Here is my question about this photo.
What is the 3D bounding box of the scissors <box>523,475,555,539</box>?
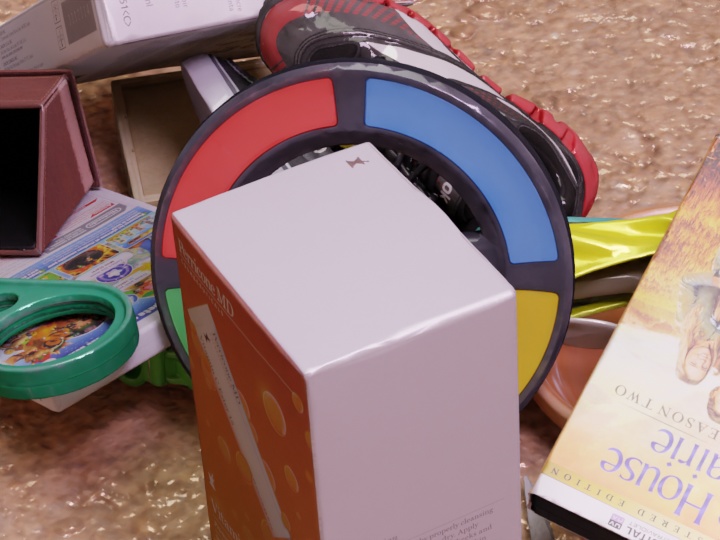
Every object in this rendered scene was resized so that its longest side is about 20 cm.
[{"bbox_3d":[0.085,0.160,1.022,0.073,0.014,0.200,-17,42,-14],"label":"scissors"}]

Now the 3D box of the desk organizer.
[{"bbox_3d":[-0.248,-0.057,1.253,0.199,0.072,0.077,1,33,20],"label":"desk organizer"}]

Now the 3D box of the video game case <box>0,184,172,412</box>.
[{"bbox_3d":[-0.153,0.006,1.197,0.143,0.018,0.199,-31,31,-30],"label":"video game case"}]

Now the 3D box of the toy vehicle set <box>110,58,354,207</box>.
[{"bbox_3d":[-0.036,-0.077,1.325,0.199,0.027,0.125,-9,38,-6],"label":"toy vehicle set"}]

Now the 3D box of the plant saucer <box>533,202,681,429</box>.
[{"bbox_3d":[0.173,0.039,1.152,0.199,0.038,0.201,-2,37,2],"label":"plant saucer"}]

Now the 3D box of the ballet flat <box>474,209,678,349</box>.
[{"bbox_3d":[0.149,0.001,1.132,0.199,0.067,0.067,-8,59,-1],"label":"ballet flat"}]

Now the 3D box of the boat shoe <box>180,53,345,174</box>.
[{"bbox_3d":[-0.030,-0.049,1.211,0.056,0.069,0.200,-28,51,-11],"label":"boat shoe"}]

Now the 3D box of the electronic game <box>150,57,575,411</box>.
[{"bbox_3d":[0.000,0.000,1.089,0.199,0.201,0.042,3,20,9],"label":"electronic game"}]

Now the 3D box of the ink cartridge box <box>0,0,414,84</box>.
[{"bbox_3d":[-0.091,-0.140,1.292,0.175,0.045,0.200,-12,2,-24],"label":"ink cartridge box"}]

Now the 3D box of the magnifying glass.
[{"bbox_3d":[-0.179,0.017,1.145,0.079,0.023,0.200,-30,30,-28],"label":"magnifying glass"}]

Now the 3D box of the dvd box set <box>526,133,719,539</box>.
[{"bbox_3d":[0.182,0.050,1.056,0.146,0.029,0.201,25,69,14],"label":"dvd box set"}]

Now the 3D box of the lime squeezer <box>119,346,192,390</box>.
[{"bbox_3d":[-0.095,0.031,1.183,0.199,0.038,0.071,2,41,11],"label":"lime squeezer"}]

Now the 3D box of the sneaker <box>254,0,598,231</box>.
[{"bbox_3d":[0.034,-0.074,1.174,0.200,0.071,0.098,34,18,-9],"label":"sneaker"}]

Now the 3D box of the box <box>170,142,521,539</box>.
[{"bbox_3d":[-0.003,0.070,0.994,0.097,0.201,0.124,-21,40,-20],"label":"box"}]
